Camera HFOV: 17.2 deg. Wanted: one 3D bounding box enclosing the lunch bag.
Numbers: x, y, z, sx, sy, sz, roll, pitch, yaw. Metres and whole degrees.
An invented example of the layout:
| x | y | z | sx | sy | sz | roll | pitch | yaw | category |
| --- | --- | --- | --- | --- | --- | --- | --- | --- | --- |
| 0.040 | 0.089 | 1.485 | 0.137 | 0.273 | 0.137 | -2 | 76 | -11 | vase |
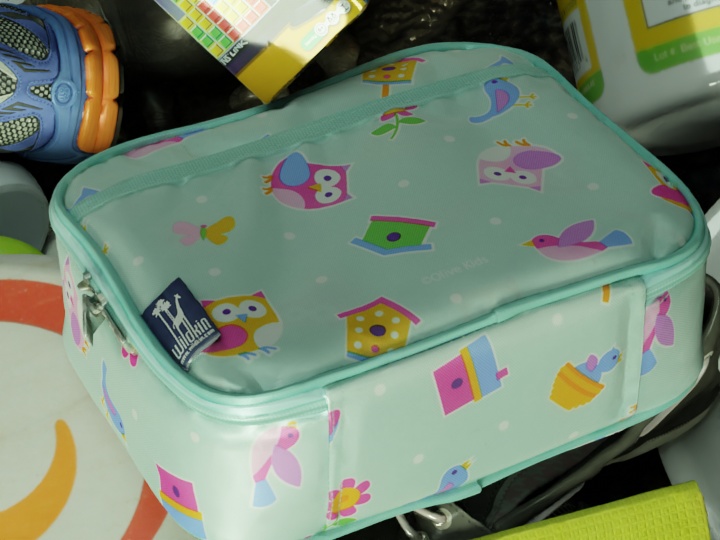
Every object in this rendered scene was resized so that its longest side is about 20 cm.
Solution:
| x | y | z | sx | sy | sz | roll | pitch | yaw | category |
| --- | --- | --- | --- | --- | --- | --- | --- | --- | --- |
| 0.000 | 0.000 | 0.777 | 0.199 | 0.077 | 0.160 | -17 | 43 | -21 | lunch bag |

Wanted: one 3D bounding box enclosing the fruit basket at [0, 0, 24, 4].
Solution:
| x | y | z | sx | sy | sz | roll | pitch | yaw | category |
| --- | --- | --- | --- | --- | --- | --- | --- | --- | --- |
| -0.145 | -0.226 | 1.014 | 0.200 | 0.094 | 0.186 | -36 | 69 | 19 | fruit basket |

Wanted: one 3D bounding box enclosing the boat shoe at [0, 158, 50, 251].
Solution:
| x | y | z | sx | sy | sz | roll | pitch | yaw | category |
| --- | --- | --- | --- | --- | --- | --- | --- | --- | --- |
| -0.212 | 0.018 | 0.939 | 0.202 | 0.075 | 0.086 | -47 | 55 | 10 | boat shoe |

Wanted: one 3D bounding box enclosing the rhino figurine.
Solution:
| x | y | z | sx | sy | sz | roll | pitch | yaw | category |
| --- | --- | --- | --- | --- | --- | --- | --- | --- | --- |
| -0.095 | -0.091 | 0.975 | 0.199 | 0.060 | 0.088 | -11 | 76 | 23 | rhino figurine |

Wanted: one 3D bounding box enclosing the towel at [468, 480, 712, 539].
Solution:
| x | y | z | sx | sy | sz | roll | pitch | yaw | category |
| --- | --- | --- | --- | --- | --- | --- | --- | --- | --- |
| 0.027 | 0.133 | 0.772 | 0.199 | 0.018 | 0.086 | -13 | 99 | -13 | towel |

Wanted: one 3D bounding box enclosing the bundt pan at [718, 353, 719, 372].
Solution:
| x | y | z | sx | sy | sz | roll | pitch | yaw | category |
| --- | --- | --- | --- | --- | --- | --- | --- | --- | --- |
| 0.219 | 0.025 | 0.789 | 0.201 | 0.076 | 0.203 | -2 | 78 | 8 | bundt pan |

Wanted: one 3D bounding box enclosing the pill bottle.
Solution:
| x | y | z | sx | sy | sz | roll | pitch | yaw | category |
| --- | --- | --- | --- | --- | --- | --- | --- | --- | --- |
| 0.120 | -0.154 | 0.908 | 0.111 | 0.111 | 0.201 | -13 | 81 | 5 | pill bottle |

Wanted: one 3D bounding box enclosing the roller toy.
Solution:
| x | y | z | sx | sy | sz | roll | pitch | yaw | category |
| --- | --- | --- | --- | --- | --- | --- | --- | --- | --- |
| -0.123 | 0.103 | 0.848 | 0.182 | 0.140 | 0.200 | 24 | 61 | 18 | roller toy |

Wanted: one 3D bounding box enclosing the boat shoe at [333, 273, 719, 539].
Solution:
| x | y | z | sx | sy | sz | roll | pitch | yaw | category |
| --- | --- | --- | --- | --- | --- | --- | --- | --- | --- |
| 0.045 | 0.059 | 0.810 | 0.200 | 0.057 | 0.067 | -31 | 64 | -21 | boat shoe |

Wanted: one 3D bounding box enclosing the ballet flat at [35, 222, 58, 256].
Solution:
| x | y | z | sx | sy | sz | roll | pitch | yaw | category |
| --- | --- | --- | --- | --- | --- | --- | --- | --- | --- |
| -0.066 | -0.009 | 0.933 | 0.199 | 0.062 | 0.068 | -7 | 65 | 9 | ballet flat |

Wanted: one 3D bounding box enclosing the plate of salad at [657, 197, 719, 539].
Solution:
| x | y | z | sx | sy | sz | roll | pitch | yaw | category |
| --- | --- | --- | --- | --- | --- | --- | --- | --- | --- |
| 0.205 | 0.037 | 0.865 | 0.199 | 0.048 | 0.201 | -5 | 68 | 14 | plate of salad |

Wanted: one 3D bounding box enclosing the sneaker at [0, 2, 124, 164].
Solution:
| x | y | z | sx | sy | sz | roll | pitch | yaw | category |
| --- | --- | --- | --- | --- | --- | --- | --- | --- | --- |
| -0.177 | -0.084 | 0.941 | 0.200 | 0.078 | 0.076 | 6 | 92 | 48 | sneaker |

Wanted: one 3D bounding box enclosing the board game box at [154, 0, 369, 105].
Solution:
| x | y | z | sx | sy | sz | roll | pitch | yaw | category |
| --- | --- | --- | --- | --- | --- | --- | --- | --- | --- |
| -0.060 | -0.166 | 0.854 | 0.165 | 0.200 | 0.057 | 42 | 114 | -11 | board game box |

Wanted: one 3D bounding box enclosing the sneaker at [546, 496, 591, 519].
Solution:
| x | y | z | sx | sy | sz | roll | pitch | yaw | category |
| --- | --- | --- | --- | --- | --- | --- | --- | --- | --- |
| 0.014 | 0.147 | 0.839 | 0.199 | 0.076 | 0.114 | -38 | 62 | -11 | sneaker |
